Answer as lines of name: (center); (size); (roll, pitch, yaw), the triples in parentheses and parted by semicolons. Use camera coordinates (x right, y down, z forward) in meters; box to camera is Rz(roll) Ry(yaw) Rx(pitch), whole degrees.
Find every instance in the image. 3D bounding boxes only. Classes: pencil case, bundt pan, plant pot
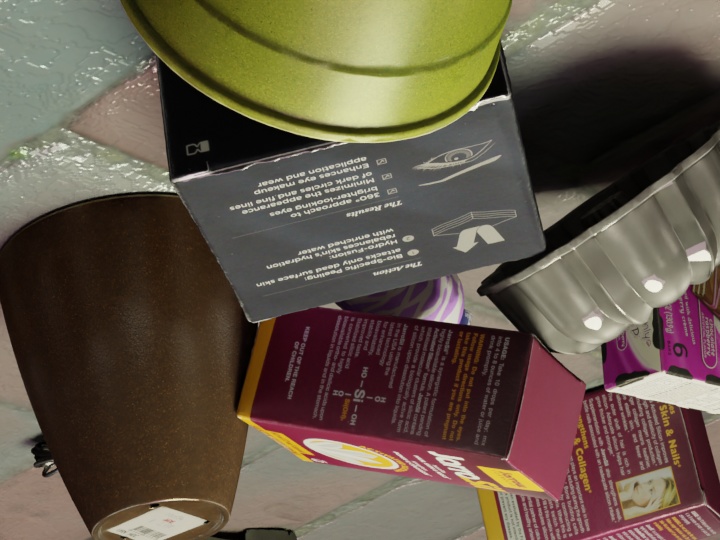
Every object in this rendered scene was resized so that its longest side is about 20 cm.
pencil case: (0.000, 0.000, 1.421); (0.084, 0.086, 0.200); (16, 166, 34)
bundt pan: (0.179, -0.013, 1.358); (0.201, 0.076, 0.202); (-35, -177, 2)
plant pot: (-0.148, 0.082, 1.401); (0.186, 0.201, 0.187); (-8, 154, -4)
plant pot: (0.003, -0.198, 0.949); (0.199, 0.201, 0.193); (1, 139, -22)

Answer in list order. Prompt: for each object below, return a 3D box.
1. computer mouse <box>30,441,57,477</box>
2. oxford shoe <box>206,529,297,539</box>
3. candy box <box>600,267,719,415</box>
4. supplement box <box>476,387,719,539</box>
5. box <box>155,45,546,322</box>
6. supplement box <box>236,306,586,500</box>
computer mouse: (-0.186, 0.175, 1.749); (0.109, 0.044, 0.200); (-22, 146, 12)
oxford shoe: (-0.152, 0.295, 1.946); (0.199, 0.085, 0.073); (-1, 154, -14)
candy box: (0.262, 0.032, 1.516); (0.199, 0.137, 0.061); (13, 156, -40)
supplement box: (0.208, 0.185, 1.811); (0.199, 0.132, 0.103); (-18, 154, 16)
box: (-0.003, -0.078, 1.233); (0.196, 0.118, 0.200); (-13, 152, 5)
supplement box: (0.035, 0.087, 1.368); (0.199, 0.086, 0.110); (6, 163, 27)
